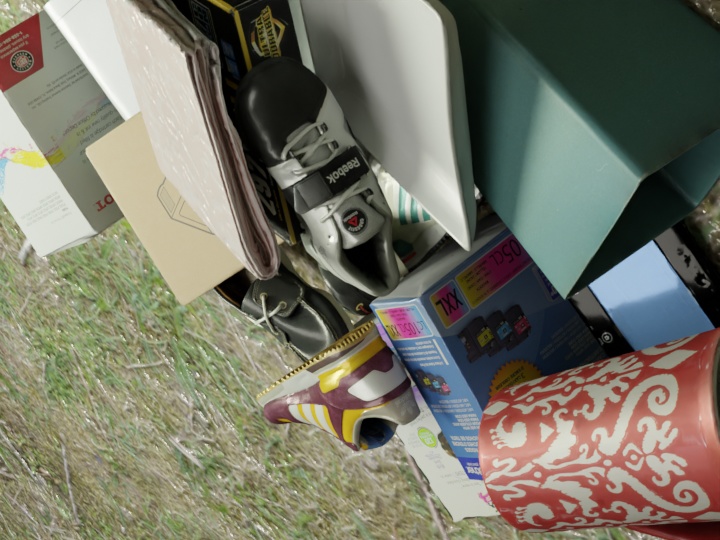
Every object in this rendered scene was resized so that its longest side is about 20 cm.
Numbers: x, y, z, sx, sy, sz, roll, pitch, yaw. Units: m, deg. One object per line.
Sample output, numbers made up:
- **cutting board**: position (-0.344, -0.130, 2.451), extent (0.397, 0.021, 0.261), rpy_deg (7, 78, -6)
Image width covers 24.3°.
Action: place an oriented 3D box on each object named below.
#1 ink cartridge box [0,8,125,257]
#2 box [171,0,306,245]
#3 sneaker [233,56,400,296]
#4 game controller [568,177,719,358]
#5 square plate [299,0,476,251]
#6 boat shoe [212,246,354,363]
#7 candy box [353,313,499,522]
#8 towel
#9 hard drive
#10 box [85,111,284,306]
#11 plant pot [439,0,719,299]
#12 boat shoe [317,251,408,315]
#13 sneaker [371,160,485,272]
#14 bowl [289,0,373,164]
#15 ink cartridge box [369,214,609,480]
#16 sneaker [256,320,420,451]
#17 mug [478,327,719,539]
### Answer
- **ink cartridge box**: position (-0.278, -0.138, 1.582), extent (0.144, 0.145, 0.201), rpy_deg (-18, 106, 56)
- **box**: position (-0.093, -0.137, 1.246), extent (0.160, 0.049, 0.201), rpy_deg (35, 146, 46)
- **sneaker**: position (-0.018, -0.062, 1.174), extent (0.088, 0.074, 0.200), rpy_deg (42, 166, 50)
- **game controller**: position (0.212, 0.026, 1.200), extent (0.104, 0.042, 0.200), rpy_deg (-35, 92, 23)
- **square plate**: position (0.018, -0.140, 1.102), extent (0.198, 0.028, 0.201), rpy_deg (49, 159, 40)
- **boat shoe**: position (-0.072, 0.036, 1.472), extent (0.200, 0.067, 0.072), rpy_deg (44, 126, 38)
- **candy box**: position (0.094, 0.109, 1.423), extent (0.201, 0.071, 0.168), rpy_deg (58, 147, -7)
- **towel**: position (-0.124, -0.112, 1.215), extent (0.200, 0.032, 0.192), rpy_deg (46, 156, 53)
- **hard drive**: position (-0.170, -0.187, 1.453), extent (0.132, 0.027, 0.200), rpy_deg (-35, 93, 25)
- **box**: position (-0.120, -0.085, 1.439), extent (0.199, 0.021, 0.164), rpy_deg (-30, 93, 24)
- **plant pot**: position (0.136, -0.120, 1.092), extent (0.200, 0.141, 0.142), rpy_deg (48, 148, 16)
- **boat shoe**: position (-0.002, -0.002, 1.372), extent (0.074, 0.063, 0.201), rpy_deg (50, -179, 0)
- **sneaker**: position (0.052, -0.074, 1.298), extent (0.093, 0.070, 0.200), rpy_deg (45, 151, 2)
- **bowl**: position (-0.033, -0.172, 1.292), extent (0.201, 0.090, 0.202), rpy_deg (32, 143, 28)
- **ink cartridge box**: position (0.118, 0.072, 1.295), extent (0.076, 0.136, 0.201), rpy_deg (-4, 118, 59)
- **sneaker**: position (-0.019, 0.111, 1.350), extent (0.090, 0.075, 0.200), rpy_deg (56, 155, 2)
- **mug**: position (0.199, 0.138, 1.164), extent (0.199, 0.133, 0.178), rpy_deg (-15, 99, 38)
